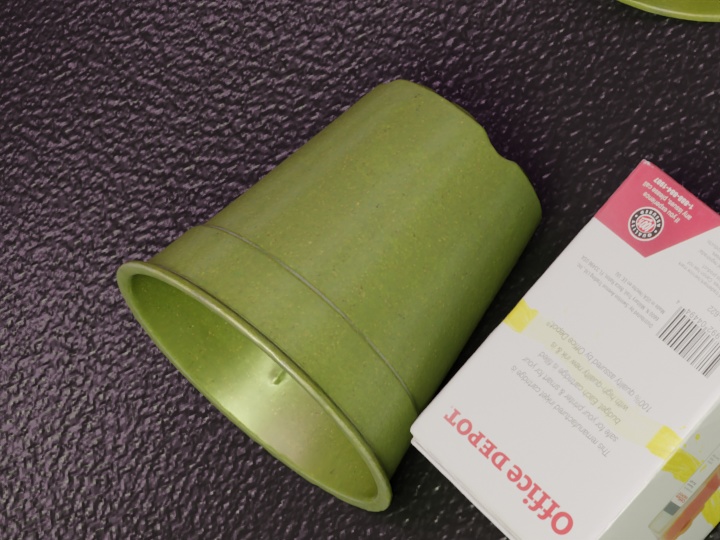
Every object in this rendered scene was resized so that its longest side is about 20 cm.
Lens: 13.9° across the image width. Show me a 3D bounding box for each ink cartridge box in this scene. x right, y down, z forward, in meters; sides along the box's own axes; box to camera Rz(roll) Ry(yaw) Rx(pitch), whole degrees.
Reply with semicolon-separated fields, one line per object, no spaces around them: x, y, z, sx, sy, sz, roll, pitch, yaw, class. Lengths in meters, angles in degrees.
0.146;0.065;1.577;0.200;0.083;0.145;-48;48;1;ink cartridge box

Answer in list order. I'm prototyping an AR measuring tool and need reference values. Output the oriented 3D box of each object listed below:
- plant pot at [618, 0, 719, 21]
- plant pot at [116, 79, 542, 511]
0.198;-0.280;1.685;0.200;0.200;0.193;2;54;35;plant pot
0.000;0.000;1.664;0.200;0.200;0.190;29;70;41;plant pot
